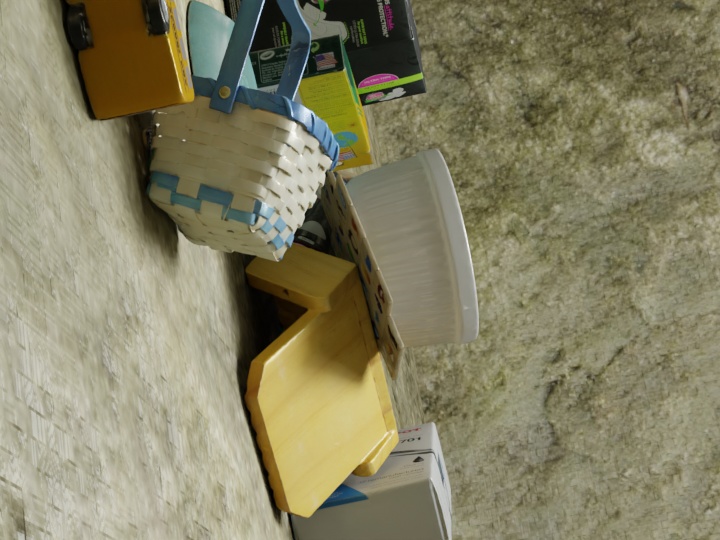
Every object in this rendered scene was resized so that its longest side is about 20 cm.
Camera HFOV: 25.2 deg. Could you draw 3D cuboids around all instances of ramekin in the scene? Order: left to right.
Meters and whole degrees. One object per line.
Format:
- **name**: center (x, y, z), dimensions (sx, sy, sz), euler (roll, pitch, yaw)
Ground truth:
- **ramekin**: center (0.046, -0.015, 1.636), dimensions (0.200, 0.104, 0.202), euler (168, -90, -87)

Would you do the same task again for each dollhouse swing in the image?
- **dollhouse swing**: center (-0.075, 0.110, 1.547), dimensions (0.181, 0.175, 0.201), euler (18, -49, 47)

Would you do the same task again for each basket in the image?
- **basket**: center (-0.085, -0.121, 1.230), dimensions (0.176, 0.138, 0.201), euler (62, 48, -73)

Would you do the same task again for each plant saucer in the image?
- **plant saucer**: center (-0.125, -0.168, 1.572), dimensions (0.200, 0.036, 0.201), euler (-11, 90, -85)

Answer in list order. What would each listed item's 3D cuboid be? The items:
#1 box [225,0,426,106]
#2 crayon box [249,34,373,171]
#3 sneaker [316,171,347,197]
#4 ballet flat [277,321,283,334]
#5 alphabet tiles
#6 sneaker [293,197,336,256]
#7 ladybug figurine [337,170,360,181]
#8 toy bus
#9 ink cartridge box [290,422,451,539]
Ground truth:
- **box**: center (-0.037, -0.261, 1.814), dimensions (0.149, 0.199, 0.125), euler (63, 17, -70)
- **crayon box**: center (-0.063, -0.172, 1.765), dimensions (0.200, 0.126, 0.051), euler (72, 9, -61)
- **sneaker**: center (-0.072, -0.114, 1.898), dimensions (0.076, 0.077, 0.201), euler (17, 39, -50)
- **ballet flat**: center (-0.028, 0.093, 1.754), dimensions (0.067, 0.064, 0.200), euler (52, -3, 36)
- **alphabet tiles**: center (0.000, 0.000, 1.530), dimensions (0.167, 0.006, 0.201), euler (98, -28, -68)
- **sneaker**: center (-0.042, -0.019, 1.712), dimensions (0.200, 0.079, 0.096), euler (91, 20, -74)
- **ladybug figurine**: center (-0.009, -0.051, 1.957), dimensions (0.200, 0.135, 0.072), euler (41, -37, 41)
- **toy bus**: center (-0.164, -0.204, 1.071), dimensions (0.078, 0.065, 0.201), euler (-64, 143, -82)
- **ink cartridge box**: center (0.014, 0.233, 1.633), dimensions (0.200, 0.145, 0.086), euler (-78, 154, -78)
